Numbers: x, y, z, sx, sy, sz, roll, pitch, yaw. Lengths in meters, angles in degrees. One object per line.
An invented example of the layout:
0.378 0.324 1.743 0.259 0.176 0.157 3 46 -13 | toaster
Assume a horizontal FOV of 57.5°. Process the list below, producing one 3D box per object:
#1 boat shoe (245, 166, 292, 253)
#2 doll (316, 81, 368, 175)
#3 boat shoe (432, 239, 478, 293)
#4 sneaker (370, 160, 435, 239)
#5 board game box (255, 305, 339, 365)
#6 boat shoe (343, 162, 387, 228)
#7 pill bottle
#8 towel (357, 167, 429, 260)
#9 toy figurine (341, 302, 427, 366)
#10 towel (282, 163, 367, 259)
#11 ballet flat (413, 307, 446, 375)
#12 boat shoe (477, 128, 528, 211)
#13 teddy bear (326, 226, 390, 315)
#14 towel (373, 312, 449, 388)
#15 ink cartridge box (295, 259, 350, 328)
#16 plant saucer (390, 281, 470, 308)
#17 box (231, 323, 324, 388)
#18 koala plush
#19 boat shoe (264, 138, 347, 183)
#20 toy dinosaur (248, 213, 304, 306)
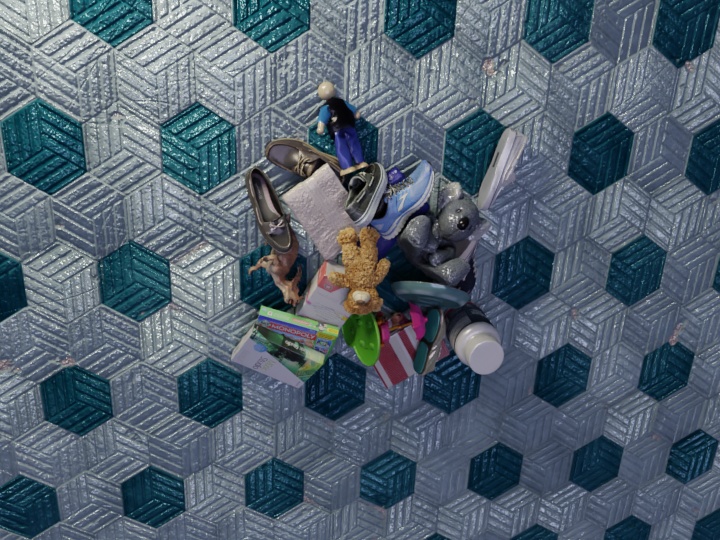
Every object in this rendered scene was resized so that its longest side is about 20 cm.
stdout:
-0.206 -0.135 1.467 0.066 0.057 0.204 -23 85 -16 | boat shoe
-0.047 -0.317 1.452 0.135 0.048 0.204 -25 100 -40 | doll
0.262 -0.020 1.646 0.091 0.075 0.203 19 109 -31 | boat shoe
0.092 -0.169 1.492 0.088 0.079 0.201 32 104 -27 | sneaker
-0.164 0.161 1.609 0.195 0.030 0.136 17 139 -9 | board game box
0.010 -0.186 1.462 0.071 0.203 0.071 -27 123 32 | boat shoe
0.284 0.170 1.645 0.116 0.201 0.122 -4 113 -9 | pill bottle
0.055 -0.133 1.572 0.199 0.050 0.148 -42 118 7 | towel
0.073 0.141 1.635 0.180 0.199 0.154 -10 94 -27 | toy figurine
-0.075 -0.127 1.489 0.131 0.035 0.201 -34 121 3 | towel
0.186 0.178 1.689 0.061 0.068 0.204 -3 122 -33 | ballet flat
0.342 -0.232 1.568 0.064 0.074 0.204 17 108 -12 | boat shoe
0.000 0.000 1.492 0.142 0.067 0.205 14 87 -16 | teddy bear
0.123 0.213 1.731 0.197 0.023 0.146 -29 115 3 | towel
-0.082 0.080 1.597 0.115 0.068 0.201 26 125 -17 | ink cartridge box
0.168 0.062 1.590 0.196 0.200 0.028 14 78 -15 | plant saucer
-0.205 0.215 1.628 0.197 0.037 0.144 25 137 -19 | box
0.199 -0.093 1.529 0.177 0.184 0.200 45 82 -10 | koala plush
-0.117 -0.244 1.479 0.195 0.074 0.076 13 109 -15 | boat shoe
-0.178 -0.030 1.553 0.133 0.085 0.205 16 92 -27 | toy dinosaur
